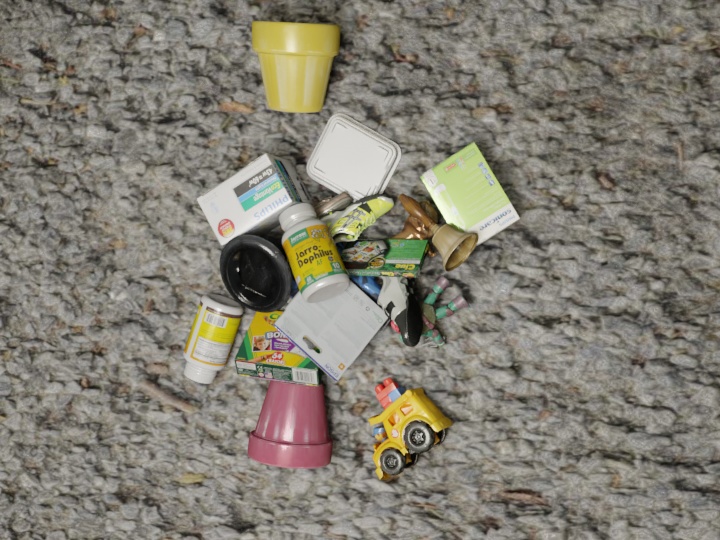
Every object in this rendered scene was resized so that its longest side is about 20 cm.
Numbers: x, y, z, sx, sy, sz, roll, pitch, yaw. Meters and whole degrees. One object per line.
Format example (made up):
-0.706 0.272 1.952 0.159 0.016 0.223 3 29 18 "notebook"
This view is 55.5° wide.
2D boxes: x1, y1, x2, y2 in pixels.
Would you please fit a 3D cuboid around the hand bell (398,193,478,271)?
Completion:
0.154 -0.102 1.511 0.200 0.104 0.104 44 100 24 "hand bell"

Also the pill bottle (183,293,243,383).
-0.364 0.167 1.671 0.108 0.109 0.203 21 97 8 "pill bottle"

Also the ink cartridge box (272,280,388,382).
-0.068 0.115 1.558 0.199 0.041 0.200 42 72 -4 "ink cartridge box"

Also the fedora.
-0.221 -0.007 1.545 0.198 0.092 0.203 12 126 17 "fedora"

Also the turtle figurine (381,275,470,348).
0.148 0.112 1.585 0.200 0.101 0.150 -42 86 4 "turtle figurine"

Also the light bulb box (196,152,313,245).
-0.238 -0.160 1.583 0.197 0.200 0.126 -30 88 10 "light bulb box"

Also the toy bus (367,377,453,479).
0.086 0.358 1.598 0.200 0.135 0.193 -43 72 12 "toy bus"

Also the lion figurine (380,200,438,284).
0.103 -0.065 1.590 0.199 0.072 0.123 -32 91 9 "lion figurine"

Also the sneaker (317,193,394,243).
-0.009 -0.110 1.591 0.198 0.076 0.077 -26 63 2 "sneaker"

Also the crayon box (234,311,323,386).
-0.173 0.176 1.606 0.197 0.174 0.059 6 130 9 "crayon box"

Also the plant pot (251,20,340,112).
-0.147 -0.465 1.563 0.197 0.201 0.192 6 111 10 "plant pot"

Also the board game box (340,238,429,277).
0.049 -0.030 1.538 0.197 0.105 0.024 3 133 25 "board game box"

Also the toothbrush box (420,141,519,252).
0.248 -0.164 1.552 0.145 0.086 0.202 -32 86 11 "toothbrush box"

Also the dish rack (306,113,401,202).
-0.020 -0.260 1.617 0.198 0.044 0.173 30 98 7 "dish rack"

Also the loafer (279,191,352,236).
-0.112 -0.132 1.628 0.199 0.072 0.063 -37 74 17 "loafer"

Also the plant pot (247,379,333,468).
-0.158 0.350 1.606 0.197 0.200 0.182 5 86 10 "plant pot"

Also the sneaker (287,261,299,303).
-0.166 -0.022 1.629 0.200 0.081 0.147 44 110 -1 "sneaker"

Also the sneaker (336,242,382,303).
0.000 0.000 1.610 0.200 0.066 0.079 40 77 15 "sneaker"

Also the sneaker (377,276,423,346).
0.083 0.083 1.527 0.088 0.074 0.203 -22 57 26 "sneaker"

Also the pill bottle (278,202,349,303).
-0.108 -0.041 1.507 0.112 0.113 0.202 -26 73 11 "pill bottle"
